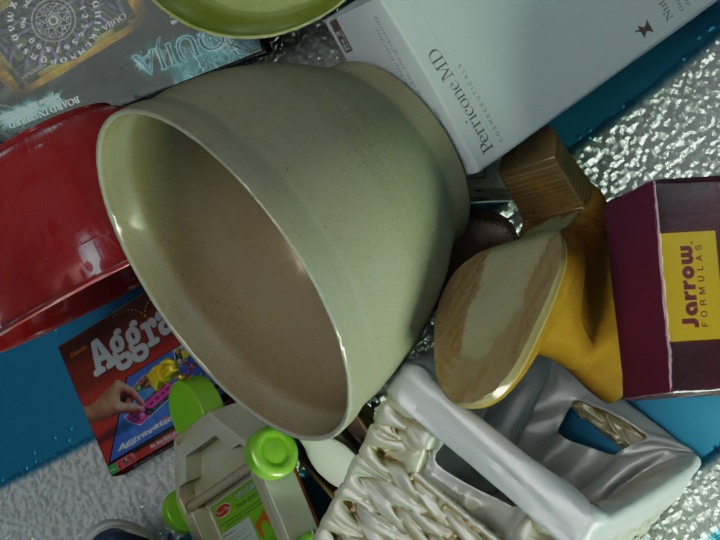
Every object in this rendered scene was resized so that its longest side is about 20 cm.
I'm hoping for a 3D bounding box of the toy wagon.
[{"bbox_3d":[-0.079,0.145,0.940,0.155,0.039,0.201,-39,71,53],"label":"toy wagon"}]

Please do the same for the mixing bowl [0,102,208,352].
[{"bbox_3d":[-0.177,-0.038,0.936,0.199,0.200,0.109,-27,89,20],"label":"mixing bowl"}]

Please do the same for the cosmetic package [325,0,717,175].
[{"bbox_3d":[0.094,-0.147,0.824,0.200,0.081,0.113,-38,103,-21],"label":"cosmetic package"}]

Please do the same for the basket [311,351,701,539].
[{"bbox_3d":[0.084,0.128,0.825,0.135,0.200,0.124,37,108,22],"label":"basket"}]

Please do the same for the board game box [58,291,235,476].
[{"bbox_3d":[-0.112,0.051,1.011,0.199,0.019,0.103,-31,74,20],"label":"board game box"}]

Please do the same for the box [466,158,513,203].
[{"bbox_3d":[0.056,-0.144,0.914,0.094,0.078,0.201,0,87,25],"label":"box"}]

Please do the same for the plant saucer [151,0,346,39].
[{"bbox_3d":[-0.060,-0.240,0.904,0.199,0.031,0.201,-1,87,18],"label":"plant saucer"}]

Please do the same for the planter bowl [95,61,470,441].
[{"bbox_3d":[-0.027,-0.028,0.785,0.135,0.201,0.200,-36,67,-27],"label":"planter bowl"}]

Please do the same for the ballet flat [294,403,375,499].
[{"bbox_3d":[-0.036,0.082,0.935,0.200,0.063,0.069,45,104,11],"label":"ballet flat"}]

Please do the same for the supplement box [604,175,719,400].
[{"bbox_3d":[0.239,0.007,0.771,0.199,0.086,0.111,-3,84,-7],"label":"supplement box"}]

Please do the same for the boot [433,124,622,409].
[{"bbox_3d":[0.111,0.031,0.803,0.070,0.144,0.202,-11,41,31],"label":"boot"}]

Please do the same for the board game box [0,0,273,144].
[{"bbox_3d":[-0.173,-0.173,0.974,0.199,0.028,0.136,-19,96,10],"label":"board game box"}]

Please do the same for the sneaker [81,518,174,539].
[{"bbox_3d":[-0.135,0.260,0.988,0.080,0.146,0.201,-22,118,-11],"label":"sneaker"}]

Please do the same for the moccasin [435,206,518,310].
[{"bbox_3d":[0.000,-0.002,0.903,0.200,0.078,0.074,-2,100,-5],"label":"moccasin"}]
